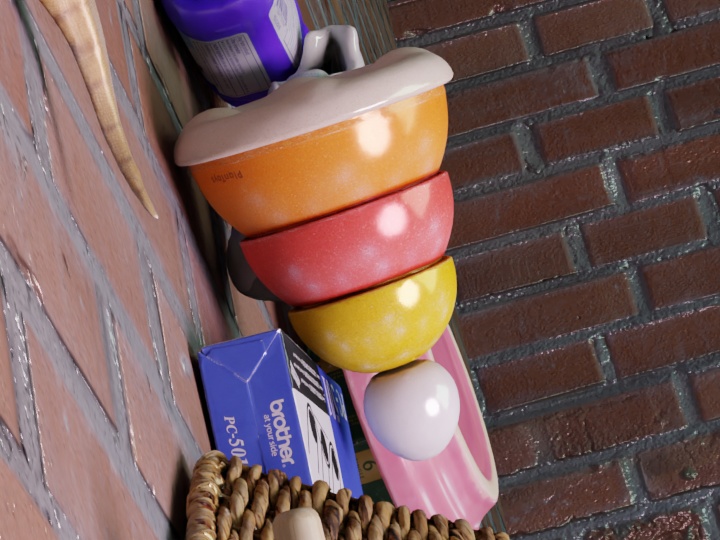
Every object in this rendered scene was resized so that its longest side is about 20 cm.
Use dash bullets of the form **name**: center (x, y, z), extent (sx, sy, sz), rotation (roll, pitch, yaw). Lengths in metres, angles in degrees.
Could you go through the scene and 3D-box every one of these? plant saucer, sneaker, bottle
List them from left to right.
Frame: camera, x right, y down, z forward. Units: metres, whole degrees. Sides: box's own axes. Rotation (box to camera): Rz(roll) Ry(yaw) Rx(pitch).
- **bottle**: center (-0.066, -0.139, 1.629), extent (0.200, 0.065, 0.084), rotation (63, 13, -70)
- **sneaker**: center (-0.034, -0.059, 1.568), extent (0.201, 0.070, 0.081), rotation (-74, 160, -51)
- **plant saucer**: center (0.035, 0.076, 1.756), extent (0.201, 0.051, 0.201), rotation (-20, 90, -81)

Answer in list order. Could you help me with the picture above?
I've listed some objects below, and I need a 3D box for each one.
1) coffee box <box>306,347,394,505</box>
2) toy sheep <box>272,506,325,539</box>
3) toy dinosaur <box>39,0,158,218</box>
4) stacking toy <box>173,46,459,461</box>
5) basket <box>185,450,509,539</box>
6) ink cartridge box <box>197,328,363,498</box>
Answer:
- **coffee box**: center (0.002, 0.099, 1.834), extent (0.200, 0.044, 0.123), rotation (-98, 170, -57)
- **toy sheep**: center (-0.004, 0.181, 1.010), extent (0.138, 0.137, 0.201), rotation (37, 45, -83)
- **toy dinosaur**: center (-0.121, -0.128, 1.119), extent (0.200, 0.060, 0.106), rotation (65, 34, -36)
- **stacking toy**: center (0.000, 0.000, 1.457), extent (0.146, 0.146, 0.201), rotation (-69, 142, -82)
- **basket**: center (-0.021, 0.185, 1.184), extent (0.200, 0.148, 0.143), rotation (-93, -160, -69)
- **ink cartridge box**: center (-0.033, 0.092, 1.426), extent (0.200, 0.044, 0.094), rotation (53, 24, -78)
